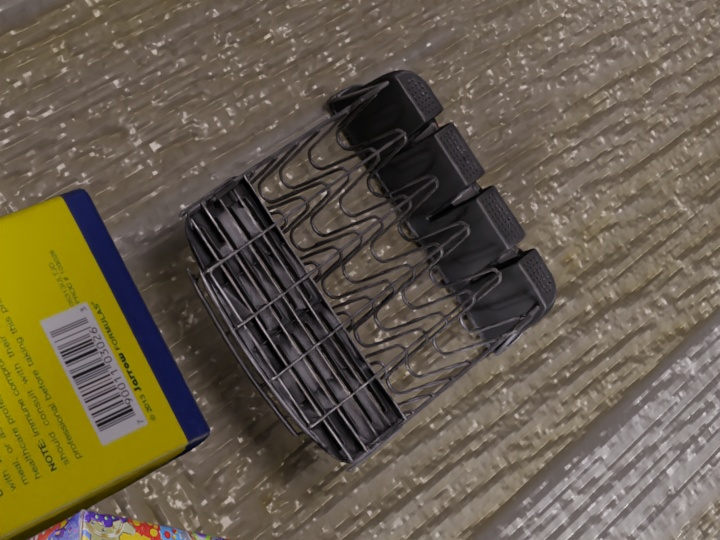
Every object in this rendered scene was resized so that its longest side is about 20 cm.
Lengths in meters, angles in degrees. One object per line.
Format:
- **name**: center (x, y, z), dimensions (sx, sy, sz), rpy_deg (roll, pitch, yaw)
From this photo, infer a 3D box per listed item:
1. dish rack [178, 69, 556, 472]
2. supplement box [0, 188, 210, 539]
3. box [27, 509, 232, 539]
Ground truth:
- **dish rack**: center (0.000, 0.000, 1.028), dimensions (0.200, 0.055, 0.154), rpy_deg (-37, 93, -44)
- **supplement box**: center (-0.174, 0.063, 0.795), dimensions (0.200, 0.109, 0.110), rpy_deg (-25, 86, -46)
- **box**: center (-0.070, 0.184, 0.760), dimensions (0.192, 0.200, 0.122), rpy_deg (17, 58, -36)
